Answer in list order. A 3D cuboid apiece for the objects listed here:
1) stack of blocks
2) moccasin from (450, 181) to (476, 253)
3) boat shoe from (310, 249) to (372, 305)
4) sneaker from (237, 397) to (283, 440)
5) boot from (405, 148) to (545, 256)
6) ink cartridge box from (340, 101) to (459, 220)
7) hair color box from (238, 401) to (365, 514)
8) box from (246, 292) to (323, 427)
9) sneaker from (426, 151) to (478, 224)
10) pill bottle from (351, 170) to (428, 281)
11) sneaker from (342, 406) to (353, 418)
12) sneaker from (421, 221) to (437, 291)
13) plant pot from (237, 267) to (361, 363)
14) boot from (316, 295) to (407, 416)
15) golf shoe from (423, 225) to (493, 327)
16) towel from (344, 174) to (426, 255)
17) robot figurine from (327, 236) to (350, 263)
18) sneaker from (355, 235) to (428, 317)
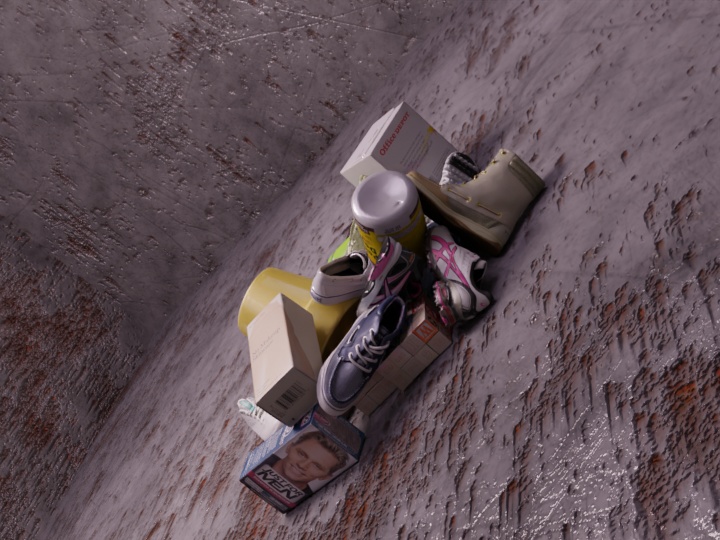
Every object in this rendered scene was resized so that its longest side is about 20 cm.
[{"bbox_3d":[0.055,0.134,1.571,0.200,0.058,0.116,-46,15,20],"label":"stack of blocks"},{"bbox_3d":[0.181,-0.060,1.655,0.067,0.080,0.204,-16,52,43],"label":"moccasin"},{"bbox_3d":[0.000,0.000,1.708,0.198,0.073,0.066,-26,-37,-42],"label":"boat shoe"},{"bbox_3d":[-0.196,0.283,1.939,0.076,0.088,0.199,-53,14,-18],"label":"sneaker"},{"bbox_3d":[0.180,-0.137,1.602,0.156,0.198,0.072,-52,-16,-13],"label":"boot"},{"bbox_3d":[0.092,-0.202,1.998,0.148,0.199,0.144,-56,16,-25],"label":"ink cartridge box"},{"bbox_3d":[-0.094,0.294,1.563,0.200,0.100,0.061,-42,17,34],"label":"hair color box"},{"bbox_3d":[-0.118,0.137,1.571,0.095,0.077,0.201,-45,30,16],"label":"box"},{"bbox_3d":[0.170,-0.151,1.904,0.081,0.074,0.202,-49,11,45],"label":"sneaker"},{"bbox_3d":[0.057,-0.059,1.616,0.107,0.201,0.111,-8,52,11],"label":"pill bottle"},{"bbox_3d":[-0.050,0.210,1.682,0.070,0.075,0.202,-35,22,47],"label":"sneaker"},{"bbox_3d":[0.098,-0.003,1.748,0.070,0.073,0.202,-29,27,49],"label":"sneaker"},{"bbox_3d":[-0.109,0.094,1.774,0.202,0.186,0.202,-54,-18,-28],"label":"plant pot"},{"bbox_3d":[0.003,0.121,1.493,0.090,0.072,0.202,-42,16,49],"label":"boot"},{"bbox_3d":[0.152,0.000,1.536,0.090,0.073,0.202,-20,43,9],"label":"golf shoe"},{"bbox_3d":[0.052,-0.081,1.873,0.037,0.145,0.204,55,-136,-72],"label":"towel"},{"bbox_3d":[0.012,-0.019,1.972,0.200,0.115,0.177,-43,25,32],"label":"robot figurine"},{"bbox_3d":[0.051,0.031,1.572,0.201,0.085,0.081,114,179,-63],"label":"sneaker"}]
